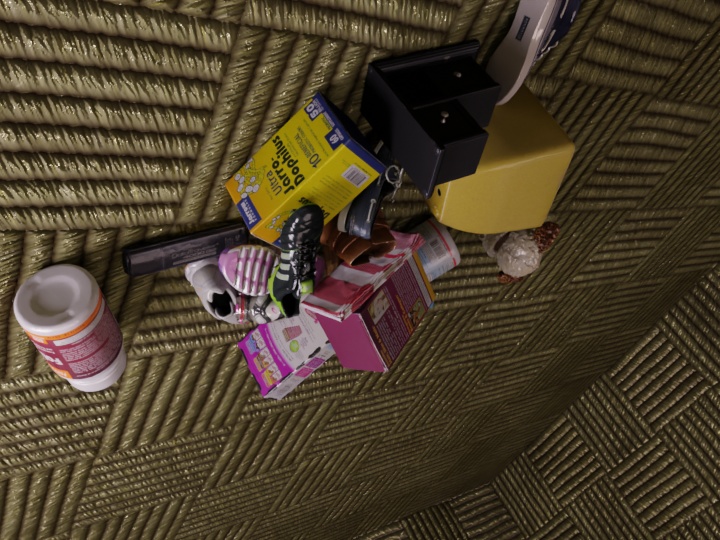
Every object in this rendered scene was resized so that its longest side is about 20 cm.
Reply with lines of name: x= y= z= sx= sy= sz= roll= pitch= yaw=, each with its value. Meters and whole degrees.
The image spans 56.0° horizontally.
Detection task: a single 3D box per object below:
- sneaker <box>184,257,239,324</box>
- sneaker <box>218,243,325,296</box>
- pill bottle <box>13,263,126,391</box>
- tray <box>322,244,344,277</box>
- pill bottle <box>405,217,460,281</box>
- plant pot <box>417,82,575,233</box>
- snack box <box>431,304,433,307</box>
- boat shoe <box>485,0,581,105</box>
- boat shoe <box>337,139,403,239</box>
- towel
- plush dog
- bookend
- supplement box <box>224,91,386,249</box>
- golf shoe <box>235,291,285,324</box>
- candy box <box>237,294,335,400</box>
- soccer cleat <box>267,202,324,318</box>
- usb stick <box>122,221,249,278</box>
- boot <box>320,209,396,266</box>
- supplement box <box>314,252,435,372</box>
sneaker: x=-0.234 y=0.058 z=1.155 sx=0.075 sy=0.092 sz=0.200 roll=-30 pitch=149 yaw=-3
sneaker: x=-0.155 y=-0.010 z=1.108 sx=0.199 sy=0.088 sz=0.081 roll=6 pitch=110 yaw=-48
pill bottle: x=-0.421 y=0.093 z=1.008 sx=0.113 sy=0.115 sz=0.201 roll=-23 pitch=147 yaw=-17
tray: x=-0.015 y=0.031 z=1.243 sx=0.098 sy=0.037 sz=0.202 roll=-16 pitch=103 yaw=-45
pill bottle: x=0.089 y=-0.011 z=1.344 sx=0.199 sy=0.109 sz=0.109 roll=-31 pitch=150 yaw=-3
plant pot: x=0.201 y=-0.180 z=1.141 sx=0.198 sy=0.195 sz=0.196 roll=-16 pitch=146 yaw=-17
snack box: x=0.038 y=0.063 z=1.394 sx=0.199 sy=0.117 sz=0.037 roll=-25 pitch=149 yaw=-15
boat shoe: x=0.271 y=-0.349 z=1.059 sx=0.092 sy=0.075 sz=0.201 roll=-5 pitch=133 yaw=-38
boat shoe: x=0.030 y=-0.137 z=1.067 sx=0.075 sy=0.061 sz=0.201 roll=92 pitch=23 yaw=-58
towel: x=0.000 y=0.000 z=1.128 sx=0.200 sy=0.144 sz=0.023 roll=-44 pitch=116 yaw=-19
plush dog: x=0.314 y=-0.069 z=1.409 sx=0.159 sy=0.172 sz=0.201 roll=-4 pitch=140 yaw=-39
bookend: x=0.135 y=-0.227 z=0.992 sx=0.197 sy=0.201 sz=0.092 roll=-18 pitch=147 yaw=-22
supplement box: x=-0.082 y=-0.139 z=1.001 sx=0.200 sy=0.109 sz=0.109 roll=-41 pitch=148 yaw=14
golf shoe: x=-0.144 y=0.057 z=1.177 sx=0.200 sy=0.091 sz=0.073 roll=-41 pitch=135 yaw=-76
candy box: x=-0.130 y=0.138 z=1.324 sx=0.200 sy=0.137 sz=0.061 roll=-41 pitch=150 yaw=14
soccer cleat: x=-0.087 y=-0.012 z=0.991 sx=0.067 sy=0.081 sz=0.201 roll=-12 pitch=144 yaw=-31
usb stick: x=-0.268 y=-0.034 z=1.053 sx=0.199 sy=0.033 sz=0.056 roll=-16 pitch=139 yaw=-26
boot: x=-0.052 y=-0.060 z=1.095 sx=0.199 sy=0.155 sz=0.074 roll=-27 pitch=150 yaw=-10
supplement box: x=0.031 y=0.060 z=1.184 sx=0.200 sy=0.103 sz=0.132 roll=-51 pitch=128 yaw=-39
